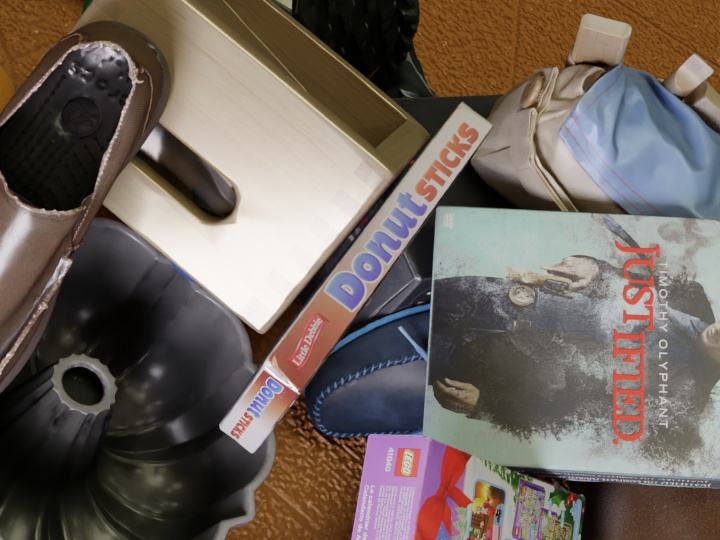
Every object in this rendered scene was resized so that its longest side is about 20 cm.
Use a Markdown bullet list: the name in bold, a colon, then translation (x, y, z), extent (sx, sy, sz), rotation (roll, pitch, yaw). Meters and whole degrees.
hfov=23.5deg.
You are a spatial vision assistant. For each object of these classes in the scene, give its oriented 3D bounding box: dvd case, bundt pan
- **dvd case**: translation (0.134, 0.038, 0.885), extent (0.200, 0.022, 0.146), rotation (4, 67, 3)
- **bundt pan**: translation (-0.145, 0.072, 0.827), extent (0.202, 0.076, 0.202), rotation (19, 48, -22)

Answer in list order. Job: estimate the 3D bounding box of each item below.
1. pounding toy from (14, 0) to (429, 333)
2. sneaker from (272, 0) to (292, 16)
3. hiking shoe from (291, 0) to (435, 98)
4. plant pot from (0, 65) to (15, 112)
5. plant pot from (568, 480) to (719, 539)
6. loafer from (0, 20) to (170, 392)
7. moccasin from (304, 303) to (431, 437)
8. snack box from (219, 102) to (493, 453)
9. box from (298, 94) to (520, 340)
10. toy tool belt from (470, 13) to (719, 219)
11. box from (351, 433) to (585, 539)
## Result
- **pounding toy**: translation (-0.090, -0.071, 0.874), extent (0.200, 0.142, 0.184), rotation (39, 14, 0)
- **sneaker**: translation (-0.105, -0.154, 1.031), extent (0.200, 0.077, 0.085), rotation (27, 52, -15)
- **hiking shoe**: translation (-0.008, -0.142, 0.993), extent (0.074, 0.200, 0.087), rotation (-23, 63, -2)
- **plant pot**: translation (-0.271, -0.106, 0.811), extent (0.183, 0.200, 0.200), rotation (45, 42, -20)
- **plant pot**: translation (0.191, 0.133, 0.962), extent (0.187, 0.187, 0.200), rotation (9, 40, -30)
- **loafer**: translation (-0.152, -0.024, 0.733), extent (0.073, 0.071, 0.200), rotation (28, 85, -2)
- **moccasin**: translation (0.069, 0.055, 0.931), extent (0.200, 0.081, 0.068), rotation (-16, 44, 1)
- **snack box**: translation (0.000, 0.000, 0.855), extent (0.024, 0.072, 0.200), rotation (37, 54, -1)
- **box**: translation (0.062, -0.028, 1.025), extent (0.200, 0.106, 0.122), rotation (-8, 63, -38)
- **toy tool belt**: translation (0.171, -0.054, 0.958), extent (0.200, 0.123, 0.125), rotation (34, 48, -12)
- **box**: translation (0.043, 0.189, 0.811), extent (0.137, 0.039, 0.200), rotation (26, 68, -47)
